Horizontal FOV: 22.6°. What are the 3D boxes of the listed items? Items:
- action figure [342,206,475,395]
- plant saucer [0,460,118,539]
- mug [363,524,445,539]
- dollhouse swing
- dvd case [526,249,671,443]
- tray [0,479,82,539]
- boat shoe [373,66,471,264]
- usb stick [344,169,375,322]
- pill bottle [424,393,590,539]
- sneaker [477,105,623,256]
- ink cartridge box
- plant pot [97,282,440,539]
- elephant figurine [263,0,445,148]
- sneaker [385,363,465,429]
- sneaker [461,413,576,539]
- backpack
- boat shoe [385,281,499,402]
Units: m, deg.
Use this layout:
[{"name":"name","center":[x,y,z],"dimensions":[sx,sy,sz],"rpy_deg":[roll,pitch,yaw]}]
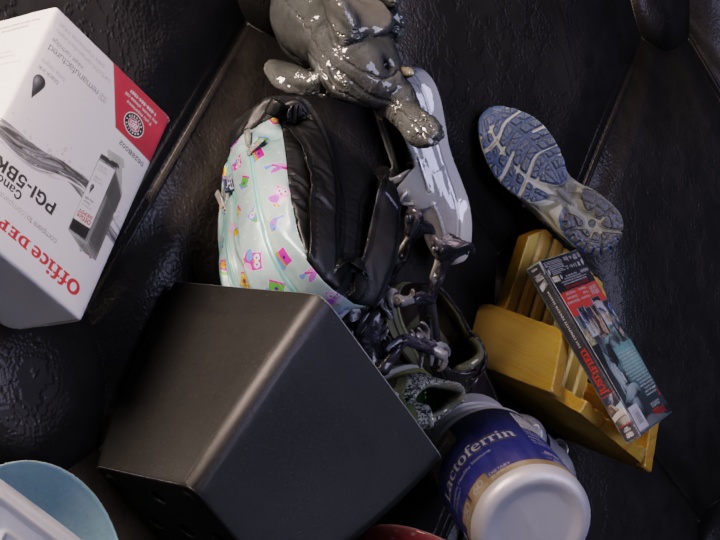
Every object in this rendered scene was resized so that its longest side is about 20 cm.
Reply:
[{"name":"action figure","center":[0.027,0.050,1.613],"dimensions":[0.200,0.119,0.102],"rpy_deg":[-57,143,-8]},{"name":"plant saucer","center":[-0.264,0.245,1.360],"dimensions":[0.201,0.039,0.202],"rpy_deg":[9,78,-50]},{"name":"mug","center":[0.042,0.362,1.635],"dimensions":[0.177,0.133,0.200],"rpy_deg":[39,59,-21]},{"name":"dollhouse swing","center":[0.239,0.076,1.896],"dimensions":[0.200,0.182,0.176],"rpy_deg":[39,77,-39]},{"name":"dvd case","center":[0.246,0.074,1.841],"dimensions":[0.200,0.022,0.146],"rpy_deg":[59,22,6]},{"name":"tray","center":[-0.239,0.237,1.343],"dimensions":[0.200,0.022,0.108],"rpy_deg":[46,53,-36]},{"name":"boat shoe","center":[0.056,-0.097,1.773],"dimensions":[0.068,0.072,0.201],"rpy_deg":[-20,108,-28]},{"name":"usb stick","center":[0.000,0.000,1.715],"dimensions":[0.055,0.033,0.201],"rpy_deg":[24,66,-53]},{"name":"pill bottle","center":[0.131,0.198,1.705],"dimensions":[0.115,0.200,0.116],"rpy_deg":[-5,111,-15]},{"name":"sneaker","center":[0.191,-0.092,1.932],"dimensions":[0.077,0.085,0.200],"rpy_deg":[-43,99,-8]},{"name":"ink cartridge box","center":[-0.250,-0.076,1.385],"dimensions":[0.147,0.083,0.200],"rpy_deg":[44,53,-38]},{"name":"plant pot","center":[-0.094,0.145,1.474],"dimensions":[0.178,0.200,0.200],"rpy_deg":[-52,124,-26]},{"name":"elephant figurine","center":[-0.013,-0.198,1.603],"dimensions":[0.200,0.155,0.142],"rpy_deg":[-94,177,-63]},{"name":"sneaker","center":[0.024,0.136,1.677],"dimensions":[0.200,0.088,0.077],"rpy_deg":[-29,106,-44]},{"name":"sneaker","center":[0.169,0.255,1.846],"dimensions":[0.115,0.075,0.201],"rpy_deg":[27,74,-53]},{"name":"backpack","center":[-0.050,-0.034,1.564],"dimensions":[0.167,0.126,0.200],"rpy_deg":[32,37,-35]},{"name":"boat shoe","center":[0.093,0.091,1.787],"dimensions":[0.200,0.065,0.073],"rpy_deg":[53,48,-32]}]
